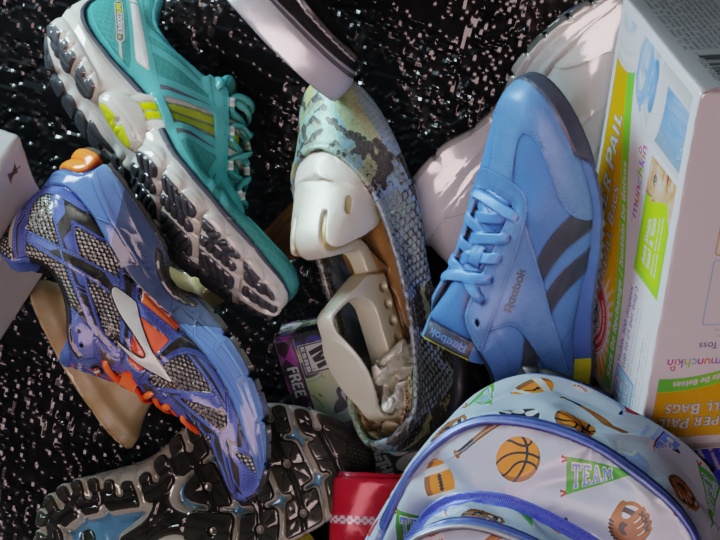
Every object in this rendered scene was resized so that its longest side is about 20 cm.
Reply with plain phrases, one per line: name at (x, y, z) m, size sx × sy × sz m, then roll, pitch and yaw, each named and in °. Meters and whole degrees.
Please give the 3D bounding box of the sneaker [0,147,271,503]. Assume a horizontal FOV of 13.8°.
sneaker at (-0.112, 0.038, 1.519) m, size 0.078 × 0.075 × 0.200 m, roll -34°, pitch 83°, yaw -9°

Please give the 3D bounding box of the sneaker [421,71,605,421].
sneaker at (0.073, 0.000, 1.479) m, size 0.078 × 0.066 × 0.201 m, roll -16°, pitch 125°, yaw -24°

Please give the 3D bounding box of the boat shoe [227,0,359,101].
boat shoe at (-0.054, -0.179, 1.521) m, size 0.066 × 0.070 × 0.200 m, roll -40°, pitch 70°, yaw 9°

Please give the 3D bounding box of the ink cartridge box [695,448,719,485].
ink cartridge box at (0.174, 0.136, 1.548) m, size 0.199 × 0.037 × 0.095 m, roll -27°, pitch 74°, yaw 16°

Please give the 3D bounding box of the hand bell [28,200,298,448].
hand bell at (-0.067, -0.001, 1.593) m, size 0.200 × 0.104 × 0.104 m, roll -32°, pitch 98°, yaw 3°

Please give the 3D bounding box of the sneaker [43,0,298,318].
sneaker at (-0.086, -0.067, 1.545) m, size 0.079 × 0.078 × 0.200 m, roll -29°, pitch 75°, yaw -19°

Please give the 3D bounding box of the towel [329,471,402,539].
towel at (0.051, 0.204, 1.530) m, size 0.144 × 0.022 × 0.201 m, roll 3°, pitch 83°, yaw 1°

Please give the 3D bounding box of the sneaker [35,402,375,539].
sneaker at (-0.078, 0.119, 1.615) m, size 0.199 × 0.090 × 0.079 m, roll -17°, pitch 82°, yaw 26°

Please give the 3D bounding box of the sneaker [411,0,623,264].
sneaker at (0.106, -0.071, 1.532) m, size 0.087 × 0.074 × 0.200 m, roll 45°, pitch 117°, yaw 10°

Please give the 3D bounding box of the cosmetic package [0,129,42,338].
cosmetic package at (-0.269, -0.043, 1.564) m, size 0.199 × 0.071 × 0.102 m, roll 18°, pitch 148°, yaw 20°

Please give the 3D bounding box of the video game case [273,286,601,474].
video game case at (0.067, 0.104, 1.611) m, size 0.181 × 0.036 × 0.201 m, roll -14°, pitch 103°, yaw 13°

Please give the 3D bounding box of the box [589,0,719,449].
box at (0.179, -0.024, 1.470) m, size 0.101 × 0.113 × 0.201 m, roll -2°, pitch 120°, yaw -16°

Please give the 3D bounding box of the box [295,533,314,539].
box at (-0.089, 0.211, 1.608) m, size 0.200 × 0.117 × 0.048 m, roll -36°, pitch 92°, yaw 27°

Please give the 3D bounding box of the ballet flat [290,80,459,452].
ballet flat at (0.000, 0.000, 1.526) m, size 0.074 × 0.074 × 0.201 m, roll -18°, pitch 95°, yaw 14°

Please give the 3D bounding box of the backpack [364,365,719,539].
backpack at (0.081, 0.153, 1.431) m, size 0.199 × 0.154 × 0.191 m, roll 25°, pitch 105°, yaw 4°
